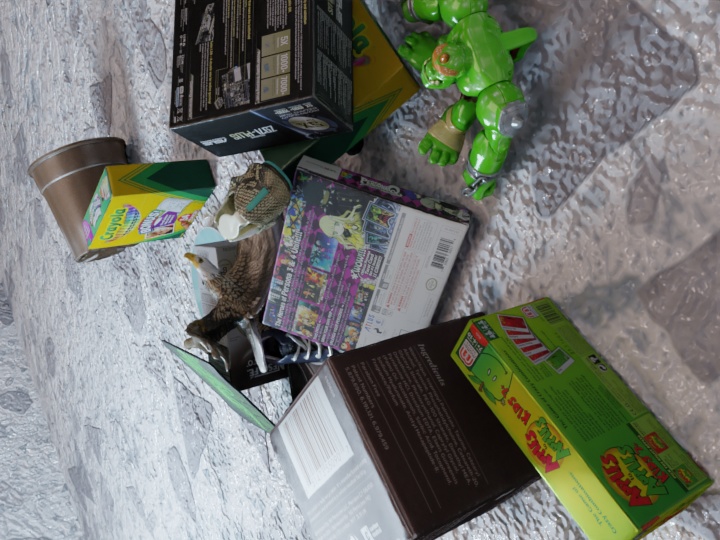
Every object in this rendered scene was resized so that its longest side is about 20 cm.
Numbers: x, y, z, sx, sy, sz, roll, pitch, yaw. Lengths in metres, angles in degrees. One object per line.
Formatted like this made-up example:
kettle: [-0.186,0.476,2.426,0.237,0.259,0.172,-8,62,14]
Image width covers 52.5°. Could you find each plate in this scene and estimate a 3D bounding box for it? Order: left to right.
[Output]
plate: [-0.230,0.026,1.208,0.199,0.025,0.204,20,115,52]

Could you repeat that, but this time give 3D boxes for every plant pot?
plant pot: [-0.534,-0.134,1.467,0.199,0.198,0.201,-23,88,54]

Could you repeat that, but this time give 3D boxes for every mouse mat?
mouse mat: [-0.180,0.172,1.007,0.160,0.008,0.201,12,146,51]

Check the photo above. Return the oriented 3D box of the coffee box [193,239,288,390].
coffee box: [-0.161,0.057,1.043,0.079,0.112,0.204,6,105,53]

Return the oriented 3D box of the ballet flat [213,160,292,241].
ballet flat: [-0.118,-0.063,0.751,0.068,0.075,0.200,44,170,-9]

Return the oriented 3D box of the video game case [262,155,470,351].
video game case: [0.000,0.000,0.767,0.036,0.178,0.202,-72,-1,-56]

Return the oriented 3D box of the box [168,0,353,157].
box: [-0.095,-0.231,0.715,0.161,0.086,0.204,-7,77,24]

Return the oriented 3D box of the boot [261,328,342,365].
boot: [-0.051,0.093,0.915,0.199,0.089,0.074,-14,88,55]

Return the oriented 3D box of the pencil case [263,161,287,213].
pencil case: [-0.044,-0.061,0.869,0.201,0.086,0.088,53,138,30]

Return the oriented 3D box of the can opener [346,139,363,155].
can opener: [-0.053,-0.197,0.879,0.200,0.078,0.064,41,170,45]

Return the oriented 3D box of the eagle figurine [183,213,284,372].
eagle figurine: [-0.147,0.009,0.903,0.150,0.201,0.151,16,153,42]

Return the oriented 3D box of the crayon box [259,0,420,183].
crayon box: [-0.057,-0.221,0.784,0.172,0.058,0.202,-37,66,17]

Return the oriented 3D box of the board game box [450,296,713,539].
board game box: [0.173,0.117,0.594,0.201,0.100,0.048,54,139,31]

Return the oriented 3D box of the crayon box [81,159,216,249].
crayon box: [-0.358,-0.108,1.224,0.200,0.170,0.059,-39,68,52]

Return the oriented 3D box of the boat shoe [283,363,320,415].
boat shoe: [-0.070,0.206,0.993,0.070,0.065,0.203,-33,73,53]

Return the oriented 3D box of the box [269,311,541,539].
box: [0.049,0.167,0.698,0.166,0.197,0.167,61,141,23]

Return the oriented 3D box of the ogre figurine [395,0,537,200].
ogre figurine: [0.091,-0.176,0.643,0.120,0.096,0.204,145,125,-71]
